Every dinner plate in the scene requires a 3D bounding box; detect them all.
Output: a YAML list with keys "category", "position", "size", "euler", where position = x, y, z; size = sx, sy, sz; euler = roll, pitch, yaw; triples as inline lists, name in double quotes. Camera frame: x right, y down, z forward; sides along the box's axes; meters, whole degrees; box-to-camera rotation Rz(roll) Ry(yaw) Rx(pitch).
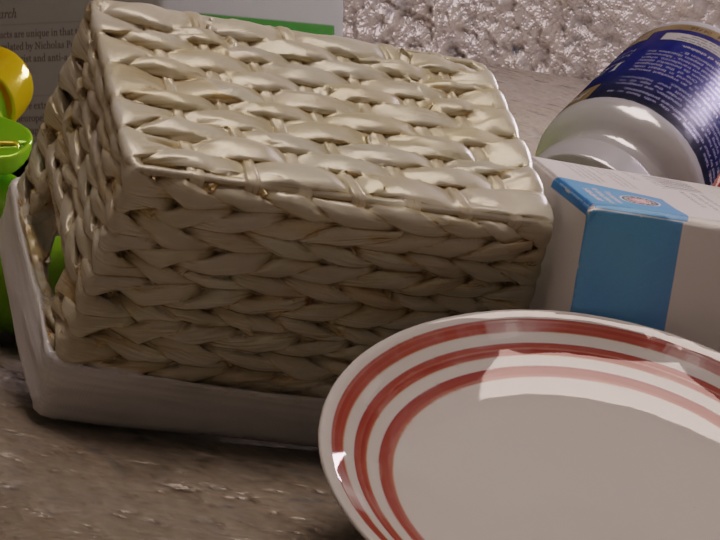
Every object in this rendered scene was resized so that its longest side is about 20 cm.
- category: "dinner plate"
  position: [0.082, 0.077, 0.919]
  size: [0.199, 0.024, 0.201]
  euler: [6, 32, -4]

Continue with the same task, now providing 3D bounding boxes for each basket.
- category: "basket"
  position: [-0.034, -0.018, 1.068]
  size: [0.199, 0.124, 0.136]
  euler: [7, 36, -21]

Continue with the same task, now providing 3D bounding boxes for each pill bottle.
- category: "pill bottle"
  position: [0.177, -0.070, 1.643]
  size: [0.115, 0.116, 0.200]
  euler: [14, 32, 24]

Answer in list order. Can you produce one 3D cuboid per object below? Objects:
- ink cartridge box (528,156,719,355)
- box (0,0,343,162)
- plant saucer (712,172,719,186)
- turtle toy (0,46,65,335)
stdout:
- category: "ink cartridge box"
  position: [0.165, 0.037, 1.080]
  size: [0.199, 0.126, 0.129]
  euler: [9, 9, -9]
- category: "box"
  position: [-0.141, -0.155, 1.674]
  size: [0.199, 0.173, 0.199]
  euler: [1, 2, 35]
- category: "plant saucer"
  position: [0.272, 0.003, 1.409]
  size: [0.199, 0.037, 0.200]
  euler: [15, 50, 28]
- category: "turtle toy"
  position: [-0.202, -0.032, 1.165]
  size: [0.199, 0.102, 0.146]
  euler: [15, 33, 12]
